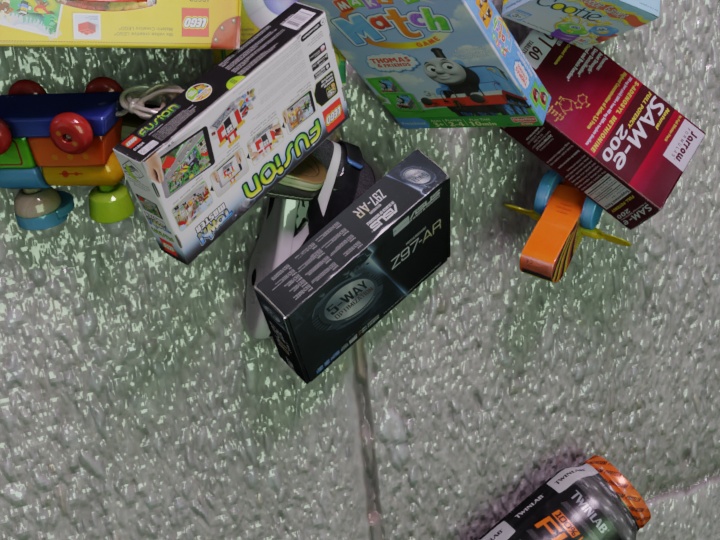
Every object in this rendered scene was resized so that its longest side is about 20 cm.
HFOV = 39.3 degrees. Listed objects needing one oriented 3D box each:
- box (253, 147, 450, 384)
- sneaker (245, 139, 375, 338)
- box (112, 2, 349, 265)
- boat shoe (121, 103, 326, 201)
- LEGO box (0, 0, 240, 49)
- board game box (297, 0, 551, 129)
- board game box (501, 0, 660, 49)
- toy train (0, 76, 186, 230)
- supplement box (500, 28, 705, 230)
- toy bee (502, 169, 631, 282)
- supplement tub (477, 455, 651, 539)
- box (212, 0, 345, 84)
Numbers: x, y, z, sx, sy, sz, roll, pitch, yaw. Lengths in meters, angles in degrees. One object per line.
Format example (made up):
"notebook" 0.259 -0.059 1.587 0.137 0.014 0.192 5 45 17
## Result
"box" 0.000 0.000 0.943 0.200 0.044 0.160 -41 157 -16
"sneaker" -0.037 -0.025 0.962 0.111 0.073 0.201 8 102 -25
"box" -0.093 -0.109 0.793 0.200 0.035 0.110 -45 144 -26
"boat shoe" -0.130 -0.094 0.889 0.199 0.073 0.065 17 121 -2
"LEGO box" -0.208 -0.217 0.780 0.199 0.149 0.077 -4 108 -22
"board game box" 0.058 -0.192 0.875 0.200 0.151 0.037 43 59 -48
"board game box" 0.209 -0.324 0.920 0.105 0.103 0.201 14 78 -26
"toy train" -0.208 -0.090 0.822 0.199 0.085 0.116 1 124 12
"supplement box" 0.223 -0.146 0.982 0.200 0.061 0.109 37 67 -2
"toy bee" 0.229 -0.061 1.049 0.200 0.131 0.109 -42 150 -10
"supplement tub" 0.229 0.313 1.164 0.200 0.122 0.123 -39 118 -9
"box" -0.074 -0.236 0.893 0.117 0.048 0.201 -9 112 -21
